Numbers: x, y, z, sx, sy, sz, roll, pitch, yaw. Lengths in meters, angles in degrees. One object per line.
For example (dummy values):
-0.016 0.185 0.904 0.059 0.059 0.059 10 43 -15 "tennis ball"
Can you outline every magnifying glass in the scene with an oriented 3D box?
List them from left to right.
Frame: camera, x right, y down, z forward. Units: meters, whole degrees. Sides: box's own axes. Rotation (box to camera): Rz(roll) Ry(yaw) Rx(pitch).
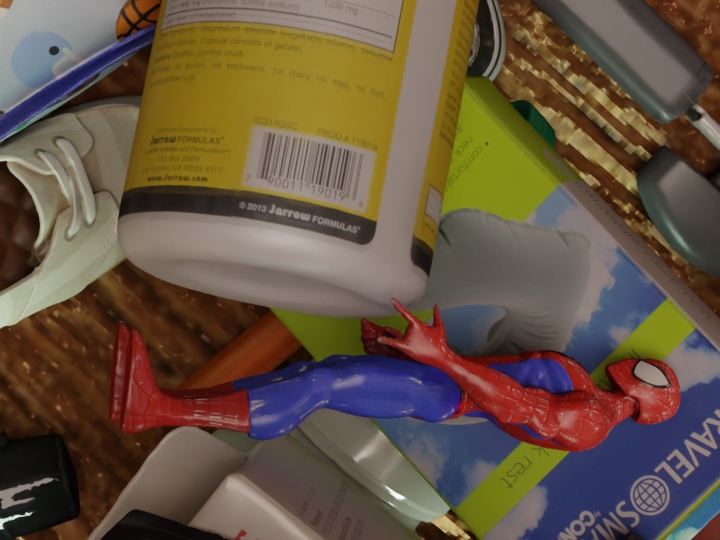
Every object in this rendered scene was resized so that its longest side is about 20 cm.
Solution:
0.000 0.000 0.893 0.200 0.080 0.022 -38 108 14 "magnifying glass"

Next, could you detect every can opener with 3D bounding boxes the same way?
0.116 -0.075 0.892 0.066 0.053 0.200 -42 103 5 "can opener"

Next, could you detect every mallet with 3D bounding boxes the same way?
-0.160 0.018 0.896 0.066 0.041 0.201 -6 99 -5 "mallet"

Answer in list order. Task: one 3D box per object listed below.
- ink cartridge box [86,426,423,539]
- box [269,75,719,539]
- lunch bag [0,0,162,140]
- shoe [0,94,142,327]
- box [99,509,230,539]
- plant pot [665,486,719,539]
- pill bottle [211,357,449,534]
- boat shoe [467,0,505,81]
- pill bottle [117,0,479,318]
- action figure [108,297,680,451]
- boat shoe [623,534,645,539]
-0.018 0.155 0.774 0.200 0.125 0.129 39 96 1 "ink cartridge box"
0.070 0.038 0.809 0.200 0.048 0.122 47 108 12 "box"
-0.191 -0.113 0.810 0.200 0.124 0.170 -30 100 -3 "lunch bag"
-0.148 -0.008 0.856 0.200 0.053 0.070 -33 100 -17 "shoe"
-0.030 0.155 0.612 0.148 0.200 0.107 17 96 3 "box"
0.195 0.136 0.888 0.176 0.200 0.200 26 99 3 "plant pot"
-0.044 0.133 0.894 0.112 0.112 0.200 37 96 -12 "pill bottle"
-0.011 -0.146 0.857 0.071 0.064 0.200 -39 104 4 "boat shoe"
-0.015 -0.090 0.763 0.112 0.112 0.201 12 80 -8 "pill bottle"
0.016 0.038 0.741 0.199 0.065 0.052 6 85 -13 "action figure"
0.161 0.169 0.765 0.200 0.072 0.068 37 97 2 "boat shoe"
